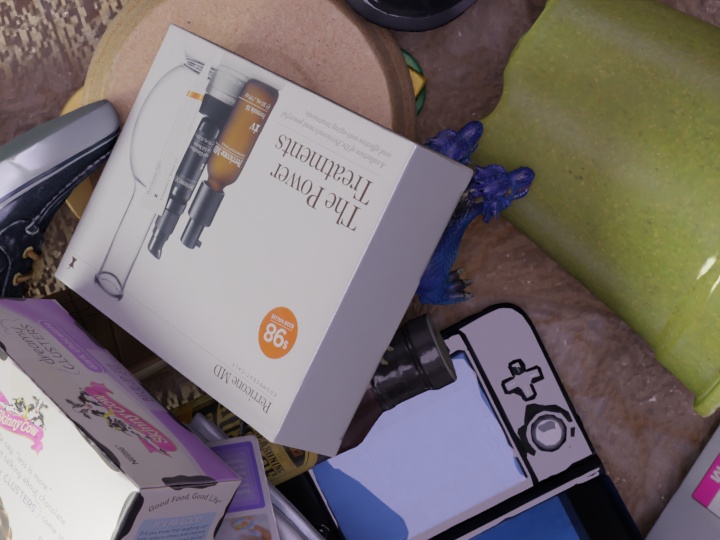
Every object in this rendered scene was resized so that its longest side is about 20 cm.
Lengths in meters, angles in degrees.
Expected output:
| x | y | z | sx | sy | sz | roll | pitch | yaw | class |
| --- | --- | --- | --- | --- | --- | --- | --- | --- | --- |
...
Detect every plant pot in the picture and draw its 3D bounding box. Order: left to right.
| x | y | z | sx | sy | sz | roll | pitch | yaw | class |
| --- | --- | --- | --- | --- | --- | --- | --- | --- | --- |
| 0.159 | -0.057 | 0.791 | 0.183 | 0.200 | 0.201 | 33 | 94 | 10 | plant pot |

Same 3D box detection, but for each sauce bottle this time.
| x | y | z | sx | sy | sz | roll | pitch | yaw | class |
| --- | --- | --- | --- | --- | --- | --- | --- | --- | --- |
| -0.044 | 0.082 | 0.830 | 0.199 | 0.066 | 0.066 | -27 | 94 | 8 | sauce bottle |

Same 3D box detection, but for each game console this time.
| x | y | z | sx | sy | sz | roll | pitch | yaw | class |
| --- | --- | --- | --- | --- | --- | --- | --- | --- | --- |
| 0.042 | 0.139 | 0.830 | 0.199 | 0.118 | 0.172 | -27 | 94 | 2 | game console |

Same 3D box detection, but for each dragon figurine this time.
| x | y | z | sx | sy | sz | roll | pitch | yaw | class |
| --- | --- | --- | --- | --- | --- | --- | --- | --- | --- |
| 0.000 | 0.000 | 0.765 | 0.199 | 0.100 | 0.059 | -31 | 60 | 2 | dragon figurine |

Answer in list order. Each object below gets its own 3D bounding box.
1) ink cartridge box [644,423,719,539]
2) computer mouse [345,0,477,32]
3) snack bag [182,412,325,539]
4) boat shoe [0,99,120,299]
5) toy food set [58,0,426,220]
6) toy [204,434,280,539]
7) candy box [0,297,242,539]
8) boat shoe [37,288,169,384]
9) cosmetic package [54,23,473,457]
| x | y | z | sx | sy | sz | roll | pitch | yaw | class |
| --- | --- | --- | --- | --- | --- | --- | --- | --- | --- |
| 0.221 | 0.199 | 0.813 | 0.043 | 0.173 | 0.201 | 29 | 96 | -40 | ink cartridge box |
| 0.069 | -0.199 | 0.837 | 0.199 | 0.053 | 0.139 | -33 | 91 | -11 | computer mouse |
| -0.076 | 0.210 | 0.792 | 0.200 | 0.021 | 0.189 | 43 | 103 | 10 | snack bag |
| -0.198 | -0.005 | 0.804 | 0.200 | 0.071 | 0.091 | -36 | 107 | -6 | boat shoe |
| -0.063 | -0.078 | 0.848 | 0.197 | 0.049 | 0.201 | 32 | 94 | -2 | toy food set |
| -0.090 | 0.193 | 0.760 | 0.114 | 0.047 | 0.202 | -11 | 89 | 18 | toy |
| -0.168 | 0.140 | 0.744 | 0.167 | 0.071 | 0.201 | 38 | 111 | 34 | candy box |
| -0.188 | 0.069 | 0.855 | 0.199 | 0.065 | 0.072 | -25 | 57 | -10 | boat shoe |
| -0.056 | -0.021 | 0.744 | 0.199 | 0.051 | 0.152 | 30 | 98 | 42 | cosmetic package |
